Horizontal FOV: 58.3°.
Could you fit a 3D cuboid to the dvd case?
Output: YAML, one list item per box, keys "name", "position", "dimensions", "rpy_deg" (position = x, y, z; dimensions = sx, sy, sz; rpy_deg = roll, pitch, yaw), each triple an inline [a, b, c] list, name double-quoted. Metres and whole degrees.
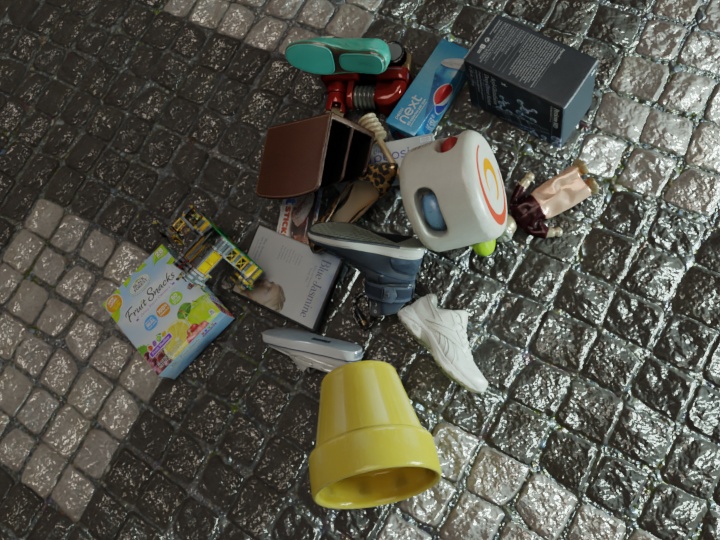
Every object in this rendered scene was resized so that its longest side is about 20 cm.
- name: "dvd case"
  position: [-0.137, 0.013, 1.201]
  dimensions: [0.200, 0.018, 0.143]
  rpy_deg: [22, 90, 24]

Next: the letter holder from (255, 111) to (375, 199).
- name: "letter holder"
  position: [-0.087, -0.184, 1.149]
  dimensions: [0.200, 0.101, 0.142]
  rpy_deg: [3, 80, 51]

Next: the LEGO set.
- name: "LEGO set"
  position: [-0.286, -0.021, 1.187]
  dimensions: [0.116, 0.154, 0.200]
  rpy_deg: [-47, 58, -3]

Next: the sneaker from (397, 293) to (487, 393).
- name: "sneaker"
  position: [0.155, 0.115, 1.087]
  dimensions: [0.099, 0.078, 0.200]
  rpy_deg: [-40, 69, -3]

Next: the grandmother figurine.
- name: "grandmother figurine"
  position: [0.310, -0.109, 1.123]
  dimensions: [0.200, 0.061, 0.121]
  rpy_deg: [-29, 76, 8]

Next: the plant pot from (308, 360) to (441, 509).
- name: "plant pot"
  position: [0.011, 0.256, 1.029]
  dimensions: [0.201, 0.201, 0.189]
  rpy_deg: [-18, 56, 9]

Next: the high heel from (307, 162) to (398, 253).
- name: "high heel"
  position: [-0.013, -0.106, 1.135]
  dimensions: [0.200, 0.071, 0.143]
  rpy_deg: [-28, 31, 44]

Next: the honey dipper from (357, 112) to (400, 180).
- name: "honey dipper"
  position: [0.058, -0.193, 1.153]
  dimensions: [0.038, 0.038, 0.200]
  rpy_deg: [-31, 76, 4]

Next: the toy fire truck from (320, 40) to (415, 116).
- name: "toy fire truck"
  position: [0.001, -0.333, 1.235]
  dimensions: [0.176, 0.129, 0.200]
  rpy_deg: [7, 82, 16]

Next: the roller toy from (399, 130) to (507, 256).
- name: "roller toy"
  position: [0.150, -0.130, 1.066]
  dimensions: [0.140, 0.182, 0.200]
  rpy_deg: [-13, 65, 27]

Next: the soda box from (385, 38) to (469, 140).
- name: "soda box"
  position: [0.134, -0.335, 1.229]
  dimensions: [0.068, 0.064, 0.200]
  rpy_deg: [31, 85, 21]

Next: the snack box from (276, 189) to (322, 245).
- name: "snack box"
  position: [-0.114, -0.141, 1.257]
  dimensions: [0.072, 0.024, 0.200]
  rpy_deg: [5, 76, 18]

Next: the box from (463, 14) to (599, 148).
- name: "box"
  position: [0.298, -0.331, 1.140]
  dimensions: [0.200, 0.148, 0.107]
  rpy_deg: [33, 85, 21]

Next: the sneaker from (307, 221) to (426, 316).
- name: "sneaker"
  position: [0.000, 0.001, 1.112]
  dimensions: [0.202, 0.077, 0.146]
  rpy_deg: [14, 119, 8]

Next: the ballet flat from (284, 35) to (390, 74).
- name: "ballet flat"
  position: [-0.038, -0.400, 1.190]
  dimensions: [0.200, 0.067, 0.070]
  rpy_deg: [10, 48, 16]

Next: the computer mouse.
- name: "computer mouse"
  position: [-0.036, 0.024, 1.184]
  dimensions: [0.059, 0.034, 0.200]
  rpy_deg: [-37, 69, 1]

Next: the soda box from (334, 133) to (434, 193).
- name: "soda box"
  position: [0.046, -0.197, 1.209]
  dimensions: [0.200, 0.068, 0.064]
  rpy_deg: [-9, 74, 12]

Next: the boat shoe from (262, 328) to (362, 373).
- name: "boat shoe"
  position: [-0.091, 0.150, 1.143]
  dimensions: [0.200, 0.074, 0.065]
  rpy_deg: [11, 102, 30]

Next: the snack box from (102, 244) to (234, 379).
- name: "snack box"
  position: [-0.370, 0.078, 1.237]
  dimensions: [0.169, 0.068, 0.200]
  rpy_deg: [-46, 67, -1]
